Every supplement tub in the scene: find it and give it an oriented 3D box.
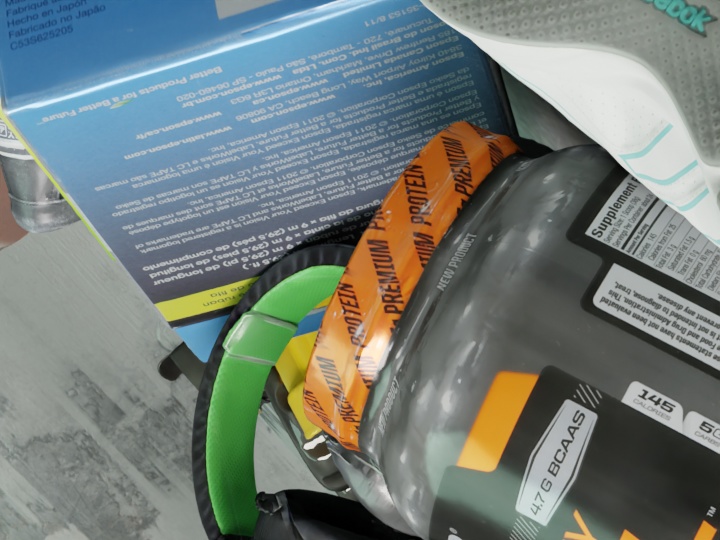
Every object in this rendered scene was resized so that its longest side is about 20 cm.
[{"bbox_3d":[0.093,0.046,0.525,0.200,0.123,0.123,27,167,15],"label":"supplement tub"}]

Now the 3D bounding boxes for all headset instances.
[{"bbox_3d":[0.000,0.073,0.625,0.094,0.124,0.200,13,-154,-44],"label":"headset"}]

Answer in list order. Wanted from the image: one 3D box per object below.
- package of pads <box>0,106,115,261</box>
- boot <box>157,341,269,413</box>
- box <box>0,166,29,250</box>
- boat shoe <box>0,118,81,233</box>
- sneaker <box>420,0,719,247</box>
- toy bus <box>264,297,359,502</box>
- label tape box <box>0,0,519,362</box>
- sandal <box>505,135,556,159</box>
[{"bbox_3d":[-0.063,-0.084,0.750,0.154,0.068,0.200,-5,147,19],"label":"package of pads"},{"bbox_3d":[-0.028,0.067,1.276,0.200,0.138,0.077,35,166,45],"label":"boot"},{"bbox_3d":[-0.166,-0.086,1.024,0.075,0.100,0.200,49,-154,-16],"label":"box"},{"bbox_3d":[-0.109,-0.073,0.921,0.072,0.200,0.068,5,114,17],"label":"boat shoe"},{"bbox_3d":[0.097,-0.041,0.475,0.200,0.070,0.080,44,-173,29],"label":"sneaker"},{"bbox_3d":[0.000,0.000,0.917,0.192,0.136,0.200,57,178,18],"label":"toy bus"},{"bbox_3d":[-0.022,-0.049,0.667,0.200,0.143,0.066,61,-166,-63],"label":"label tape box"},{"bbox_3d":[0.110,0.006,0.648,0.200,0.048,0.075,36,162,-30],"label":"sandal"}]
